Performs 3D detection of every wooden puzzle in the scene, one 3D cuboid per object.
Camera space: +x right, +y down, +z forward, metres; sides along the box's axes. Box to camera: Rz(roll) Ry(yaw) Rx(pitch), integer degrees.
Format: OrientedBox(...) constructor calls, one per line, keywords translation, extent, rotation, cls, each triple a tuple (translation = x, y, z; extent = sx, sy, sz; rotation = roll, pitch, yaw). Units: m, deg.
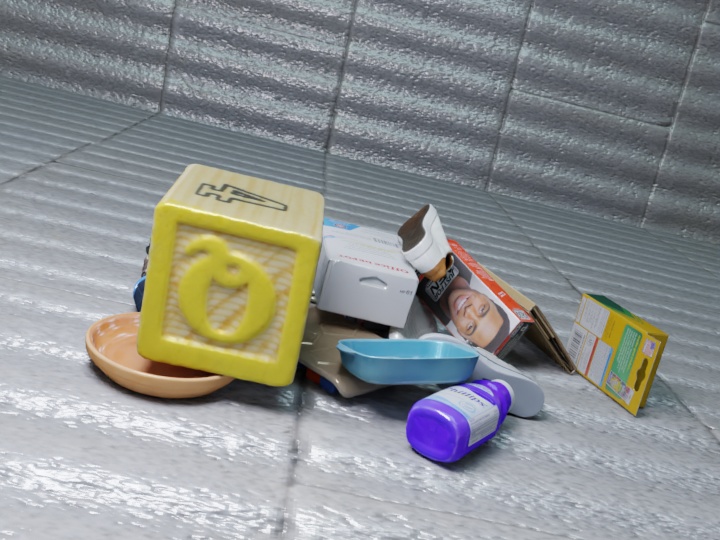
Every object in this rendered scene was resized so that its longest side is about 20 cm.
OrientedBox(translation=(-0.035, 0.117, 1.141), extent=(0.198, 0.047, 0.183), rotation=(31, 23, 35), cls="wooden puzzle")

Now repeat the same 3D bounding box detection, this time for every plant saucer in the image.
OrientedBox(translation=(-0.242, 0.106, 1.004), extent=(0.195, 0.038, 0.201), rotation=(13, 15, -3), cls="plant saucer")

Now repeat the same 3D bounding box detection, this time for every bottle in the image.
OrientedBox(translation=(0.135, 0.181, 1.019), extent=(0.082, 0.067, 0.198), rotation=(19, 16, 32), cls="bottle")

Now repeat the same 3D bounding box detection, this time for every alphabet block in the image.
OrientedBox(translation=(-0.154, -0.001, 1.002), extent=(0.192, 0.200, 0.201), rotation=(10, 20, -5), cls="alphabet block")

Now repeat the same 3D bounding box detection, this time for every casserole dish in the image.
OrientedBox(translation=(0.061, 0.117, 1.043), extent=(0.196, 0.040, 0.121), rotation=(2, 6, -25), cls="casserole dish")

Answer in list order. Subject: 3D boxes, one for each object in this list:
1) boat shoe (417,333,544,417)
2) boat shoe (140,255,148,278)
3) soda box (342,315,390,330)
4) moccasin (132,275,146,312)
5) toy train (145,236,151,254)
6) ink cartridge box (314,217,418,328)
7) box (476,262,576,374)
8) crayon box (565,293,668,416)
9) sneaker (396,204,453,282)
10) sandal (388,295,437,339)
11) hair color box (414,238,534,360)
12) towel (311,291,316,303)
OrientedBox(translation=(0.167, 0.142, 1.165), extent=(0.198, 0.076, 0.086), rotation=(21, 7, -2), cls="boat shoe")
OrientedBox(translation=(-0.239, -0.018, 1.222), extent=(0.196, 0.072, 0.061), rotation=(-17, 57, 8), cls="boat shoe")
OrientedBox(translation=(0.041, 0.057, 1.374), extent=(0.197, 0.065, 0.069), rotation=(-1, 21, -44), cls="soda box")
OrientedBox(translation=(-0.230, 0.043, 1.185), extent=(0.195, 0.081, 0.069), rotation=(-10, 50, -15), cls="moccasin")
OrientedBox(translation=(-0.241, -0.053, 1.259), extent=(0.196, 0.057, 0.042), rotation=(-19, 47, 11), cls="toy train")
OrientedBox(translation=(0.000, 0.000, 1.259), extent=(0.141, 0.086, 0.201), rotation=(13, 18, -12), cls="ink cartridge box")
OrientedBox(translation=(0.282, 0.080, 1.402), extent=(0.164, 0.021, 0.200), rotation=(51, -3, -29), cls="box")
OrientedBox(translation=(0.421, 0.134, 1.319), extent=(0.050, 0.129, 0.200), rotation=(7, 17, -23), cls="crayon box")
OrientedBox(translation=(0.106, -0.038, 1.287), extent=(0.085, 0.072, 0.201), rotation=(49, 20, -15), cls="sneaker")
OrientedBox(translation=(0.074, 0.091, 1.300), extent=(0.049, 0.084, 0.202), rotation=(-26, 1, 21), cls="sandal")
OrientedBox(translation=(0.175, 0.051, 1.315), extent=(0.200, 0.102, 0.061), rotation=(47, 22, 28), cls="hair color box")
OrientedBox(translation=(-0.087, 0.010, 1.478), extent=(0.196, 0.035, 0.192), rotation=(19, 16, 13), cls="towel")
